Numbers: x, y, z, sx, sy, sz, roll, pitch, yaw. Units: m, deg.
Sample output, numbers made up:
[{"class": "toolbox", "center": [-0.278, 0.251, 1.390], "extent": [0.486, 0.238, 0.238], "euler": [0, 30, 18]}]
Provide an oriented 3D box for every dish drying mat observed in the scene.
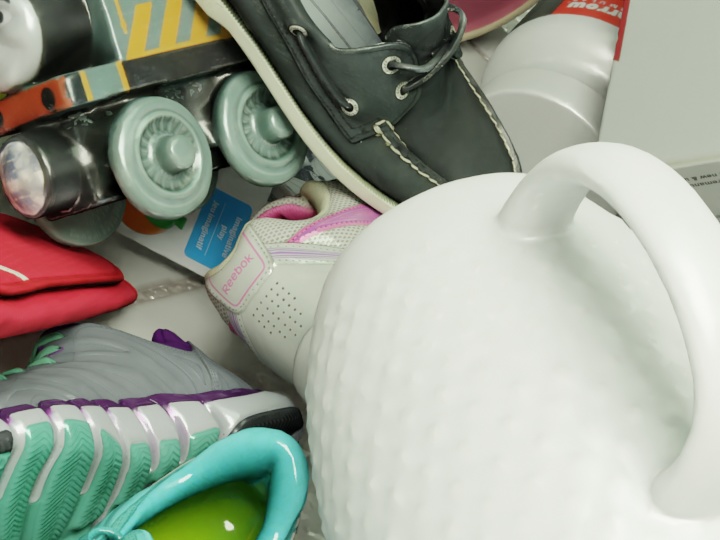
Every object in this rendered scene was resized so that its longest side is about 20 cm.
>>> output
[{"class": "dish drying mat", "center": [-0.131, -0.004, 0.631], "extent": [0.077, 0.018, 0.200], "euler": [27, 4, 4]}]

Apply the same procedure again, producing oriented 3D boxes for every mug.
[{"class": "mug", "center": [0.064, 0.049, 0.534], "extent": [0.147, 0.200, 0.176], "euler": [-10, 57, -21]}]

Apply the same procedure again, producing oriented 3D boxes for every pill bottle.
[{"class": "pill bottle", "center": [0.133, -0.101, 0.961], "extent": [0.116, 0.116, 0.200], "euler": [35, 45, 6]}]

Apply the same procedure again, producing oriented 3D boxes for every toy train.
[{"class": "toy train", "center": [-0.067, -0.083, 0.708], "extent": [0.200, 0.085, 0.115], "euler": [-21, 95, -43]}]

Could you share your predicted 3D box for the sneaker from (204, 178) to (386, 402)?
[{"class": "sneaker", "center": [0.000, 0.000, 0.729], "extent": [0.088, 0.081, 0.200], "euler": [40, 12, 8]}]

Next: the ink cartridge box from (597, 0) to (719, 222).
[{"class": "ink cartridge box", "center": [0.201, -0.053, 0.877], "extent": [0.200, 0.083, 0.145], "euler": [46, 49, -43]}]

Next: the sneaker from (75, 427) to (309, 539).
[{"class": "sneaker", "center": [-0.086, 0.110, 0.531], "extent": [0.077, 0.080, 0.200], "euler": [39, 46, 10]}]

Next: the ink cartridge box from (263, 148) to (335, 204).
[{"class": "ink cartridge box", "center": [-0.051, -0.073, 0.863], "extent": [0.200, 0.039, 0.099], "euler": [43, 35, 20]}]

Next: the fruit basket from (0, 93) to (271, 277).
[{"class": "fruit basket", "center": [-0.109, -0.115, 0.776], "extent": [0.199, 0.094, 0.186], "euler": [26, 63, -12]}]

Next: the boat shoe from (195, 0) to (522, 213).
[{"class": "boat shoe", "center": [0.003, -0.093, 0.674], "extent": [0.200, 0.066, 0.075], "euler": [50, 47, -11]}]

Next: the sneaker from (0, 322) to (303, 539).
[{"class": "sneaker", "center": [-0.111, 0.058, 0.616], "extent": [0.087, 0.075, 0.200], "euler": [37, 20, 29]}]

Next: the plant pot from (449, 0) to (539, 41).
[{"class": "plant pot", "center": [0.033, -0.237, 1.034], "extent": [0.199, 0.200, 0.180], "euler": [-1, 60, -40]}]
